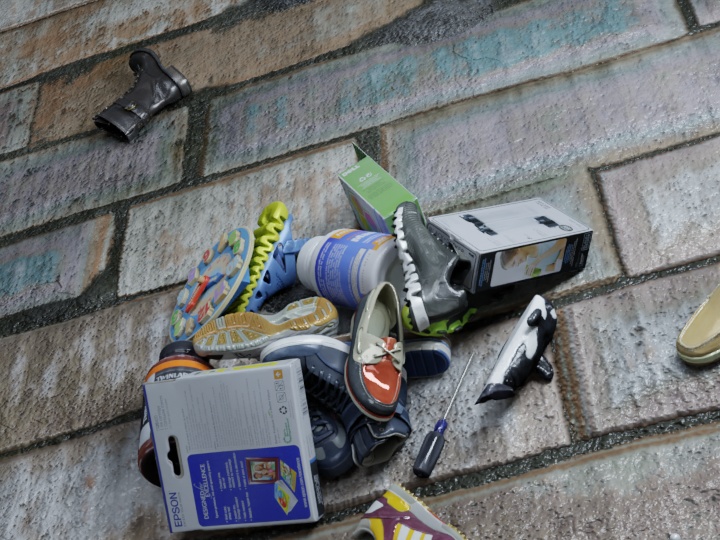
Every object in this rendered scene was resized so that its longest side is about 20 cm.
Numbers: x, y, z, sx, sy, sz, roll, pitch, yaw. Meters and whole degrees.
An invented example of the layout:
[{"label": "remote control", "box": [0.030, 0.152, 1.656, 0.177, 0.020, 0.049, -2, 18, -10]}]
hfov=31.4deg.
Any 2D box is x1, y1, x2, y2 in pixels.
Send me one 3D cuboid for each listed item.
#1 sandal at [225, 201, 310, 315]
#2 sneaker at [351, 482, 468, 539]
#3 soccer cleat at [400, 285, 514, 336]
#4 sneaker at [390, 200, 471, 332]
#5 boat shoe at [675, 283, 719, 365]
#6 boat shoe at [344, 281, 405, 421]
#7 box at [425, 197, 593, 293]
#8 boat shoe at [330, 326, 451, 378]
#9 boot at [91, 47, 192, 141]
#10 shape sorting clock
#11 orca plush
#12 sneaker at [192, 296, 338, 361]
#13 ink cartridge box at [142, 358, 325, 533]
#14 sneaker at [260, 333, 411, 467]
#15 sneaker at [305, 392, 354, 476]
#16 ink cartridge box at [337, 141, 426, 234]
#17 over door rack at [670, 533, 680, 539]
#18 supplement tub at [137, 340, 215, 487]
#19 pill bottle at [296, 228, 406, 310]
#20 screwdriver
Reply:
[{"label": "sandal", "box": [-0.131, 0.001, 1.880, 0.079, 0.087, 0.200, -5, 57, 61]}, {"label": "sneaker", "box": [0.073, 0.325, 1.450, 0.090, 0.075, 0.200, -45, 38, -11]}, {"label": "soccer cleat", "box": [0.119, 0.036, 1.700, 0.200, 0.065, 0.084, -25, 23, -37]}, {"label": "sneaker", "box": [0.093, -0.012, 1.623, 0.090, 0.066, 0.200, -14, 49, 6]}, {"label": "boat shoe", "box": [0.456, 0.031, 1.560, 0.200, 0.076, 0.072, -41, 43, -17]}, {"label": "boat shoe", "box": [0.024, 0.098, 1.587, 0.063, 0.071, 0.200, -54, 23, 35]}, {"label": "box", "box": [0.194, -0.036, 1.702, 0.200, 0.060, 0.117, -12, 32, -34]}, {"label": "boat shoe", "box": [0.024, 0.105, 1.707, 0.200, 0.072, 0.072, -1, 40, 12]}, {"label": "boot", "box": [-0.425, -0.324, 2.375, 0.174, 0.069, 0.200, -40, 45, -18]}, {"label": "shape sorting clock", "box": [-0.221, 0.020, 1.874, 0.200, 0.039, 0.200, -40, 32, 31]}, {"label": "orca plush", "box": [0.215, 0.110, 1.598, 0.071, 0.105, 0.200, 33, 30, 3]}, {"label": "sneaker", "box": [-0.125, 0.103, 1.745, 0.200, 0.088, 0.076, -10, 40, -5]}, {"label": "ink cartridge box", "box": [-0.156, 0.219, 1.589, 0.200, 0.198, 0.047, -7, 6, 19]}, {"label": "sneaker", "box": [-0.027, 0.163, 1.595, 0.202, 0.077, 0.146, 15, 43, -19]}, {"label": "sneaker", "box": [-0.072, 0.182, 1.654, 0.070, 0.082, 0.200, -31, 42, -8]}, {"label": "ink cartridge box", "box": [0.025, -0.098, 1.887, 0.059, 0.104, 0.200, -33, 41, -10]}, {"label": "over door rack", "box": [0.383, 0.343, 1.274, 0.200, 0.067, 0.148, 7, 51, 32]}, {"label": "supplement tub", "box": [-0.240, 0.187, 1.713, 0.107, 0.107, 0.200, -17, 41, 9]}, {"label": "pill bottle", "box": [0.000, 0.000, 1.776, 0.112, 0.112, 0.200, -46, 31, -23]}, {"label": "screwdriver", "box": [0.111, 0.179, 1.616, 0.028, 0.029, 0.200, 4, 45, 30]}]
